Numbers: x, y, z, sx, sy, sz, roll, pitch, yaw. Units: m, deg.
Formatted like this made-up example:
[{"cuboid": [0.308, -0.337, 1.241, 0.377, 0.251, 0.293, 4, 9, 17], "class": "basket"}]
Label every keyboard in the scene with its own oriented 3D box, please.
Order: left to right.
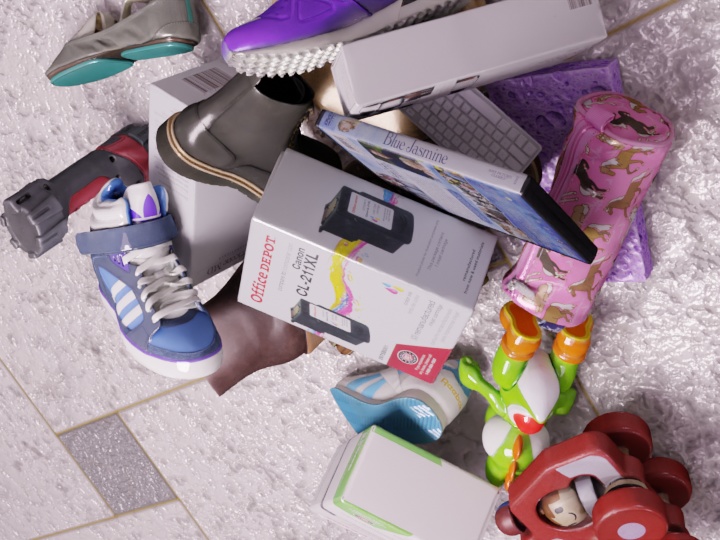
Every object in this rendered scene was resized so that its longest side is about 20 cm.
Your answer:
[{"cuboid": [0.057, -0.146, 0.873, 0.200, 0.011, 0.056, 42, 119, 3], "class": "keyboard"}]

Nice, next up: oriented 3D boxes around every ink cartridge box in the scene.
[{"cuboid": [0.000, 0.000, 0.932, 0.198, 0.084, 0.146, 22, 148, 2], "class": "ink cartridge box"}, {"cuboid": [0.040, 0.238, 1.104, 0.144, 0.085, 0.200, 27, 162, -4], "class": "ink cartridge box"}]

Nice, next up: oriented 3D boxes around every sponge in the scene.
[{"cuboid": [0.183, -0.079, 0.924, 0.110, 0.030, 0.202, -1, 118, 31], "class": "sponge"}]

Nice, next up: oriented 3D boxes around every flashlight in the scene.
[{"cuboid": [-0.275, -0.081, 1.081, 0.067, 0.200, 0.068, 34, 132, 5], "class": "flashlight"}]

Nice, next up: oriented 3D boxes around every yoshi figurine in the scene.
[{"cuboid": [0.157, 0.116, 1.025, 0.112, 0.111, 0.202, 35, 131, 33], "class": "yoshi figurine"}]

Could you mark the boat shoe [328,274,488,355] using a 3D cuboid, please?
[{"cuboid": [0.044, 0.040, 1.055, 0.068, 0.072, 0.200, 46, 131, -3], "class": "boat shoe"}]

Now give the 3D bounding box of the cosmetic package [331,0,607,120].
[{"cuboid": [0.080, -0.167, 0.817, 0.197, 0.083, 0.051, -17, 94, -6], "class": "cosmetic package"}]

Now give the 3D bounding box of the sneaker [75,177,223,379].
[{"cuboid": [-0.197, -0.005, 1.004, 0.200, 0.080, 0.148, 38, 136, 42], "class": "sneaker"}]

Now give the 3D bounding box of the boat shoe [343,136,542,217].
[{"cuboid": [0.076, -0.089, 0.947, 0.198, 0.067, 0.073, -2, 110, 40], "class": "boat shoe"}]

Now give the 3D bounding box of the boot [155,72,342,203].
[{"cuboid": [-0.060, -0.119, 0.936, 0.138, 0.198, 0.078, -29, 69, 40], "class": "boot"}]

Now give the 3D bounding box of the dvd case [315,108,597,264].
[{"cuboid": [0.074, -0.065, 0.819, 0.199, 0.018, 0.142, 23, 175, 37], "class": "dvd case"}]

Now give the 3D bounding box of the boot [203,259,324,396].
[{"cuboid": [-0.112, 0.017, 1.075, 0.072, 0.165, 0.202, 44, 158, 60], "class": "boot"}]

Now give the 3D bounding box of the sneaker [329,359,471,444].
[{"cuboid": [0.042, 0.134, 1.120, 0.199, 0.081, 0.077, -7, 120, 55], "class": "sneaker"}]

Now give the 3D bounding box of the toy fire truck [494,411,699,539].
[{"cuboid": [0.221, 0.235, 1.006, 0.167, 0.113, 0.200, -29, 124, 25], "class": "toy fire truck"}]

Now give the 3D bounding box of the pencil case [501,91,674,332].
[{"cuboid": [0.182, -0.048, 0.868, 0.082, 0.087, 0.202, 26, 127, 10], "class": "pencil case"}]

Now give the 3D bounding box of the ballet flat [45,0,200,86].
[{"cuboid": [-0.239, -0.233, 1.063, 0.198, 0.067, 0.065, -8, 88, 33], "class": "ballet flat"}]

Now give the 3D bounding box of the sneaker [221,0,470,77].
[{"cuboid": [-0.021, -0.218, 0.815, 0.070, 0.198, 0.101, 166, 84, -78], "class": "sneaker"}]

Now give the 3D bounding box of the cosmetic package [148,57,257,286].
[{"cuboid": [-0.151, -0.096, 1.055, 0.071, 0.101, 0.202, 32, 133, 28], "class": "cosmetic package"}]

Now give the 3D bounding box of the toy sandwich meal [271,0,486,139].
[{"cuboid": [0.019, -0.207, 0.919, 0.202, 0.070, 0.208, 8, 119, 14], "class": "toy sandwich meal"}]
